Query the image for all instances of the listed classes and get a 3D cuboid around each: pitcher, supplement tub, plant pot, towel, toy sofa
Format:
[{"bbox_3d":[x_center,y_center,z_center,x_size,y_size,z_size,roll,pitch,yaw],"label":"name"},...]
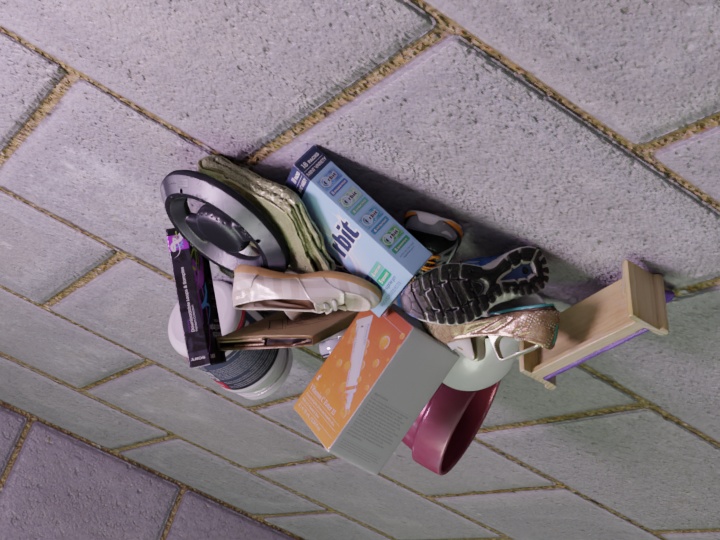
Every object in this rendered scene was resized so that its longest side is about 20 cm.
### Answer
[{"bbox_3d":[0.197,0.097,1.668,0.171,0.122,0.200,17,146,-16],"label":"pitcher"},{"bbox_3d":[-0.215,0.120,1.993,0.140,0.141,0.200,3,151,34],"label":"supplement tub"},{"bbox_3d":[0.101,0.193,1.870,0.178,0.200,0.200,29,160,19],"label":"plant pot"},{"bbox_3d":[-0.123,-0.071,1.543,0.199,0.036,0.149,25,150,38],"label":"towel"},{"bbox_3d":[0.300,0.077,1.501,0.097,0.083,0.200,27,139,-29],"label":"toy sofa"}]

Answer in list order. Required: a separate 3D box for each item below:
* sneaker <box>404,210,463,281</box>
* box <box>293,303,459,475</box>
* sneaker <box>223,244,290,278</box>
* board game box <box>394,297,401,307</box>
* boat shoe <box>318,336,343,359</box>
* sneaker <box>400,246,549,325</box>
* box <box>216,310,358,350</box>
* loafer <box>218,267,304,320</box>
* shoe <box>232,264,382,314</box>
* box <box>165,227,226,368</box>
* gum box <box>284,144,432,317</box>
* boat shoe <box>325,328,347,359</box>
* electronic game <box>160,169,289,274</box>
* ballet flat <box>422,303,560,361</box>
[{"bbox_3d":[0.086,-0.012,1.553,0.078,0.078,0.200,17,155,10],"label":"sneaker"},{"bbox_3d":[0.020,0.152,1.612,0.097,0.201,0.124,32,-176,-34],"label":"box"},{"bbox_3d":[-0.139,-0.024,1.697,0.199,0.071,0.080,5,135,44],"label":"sneaker"},{"bbox_3d":[0.000,0.000,1.698,0.134,0.034,0.200,15,156,10],"label":"board game box"},{"bbox_3d":[0.025,0.132,1.718,0.199,0.071,0.072,7,165,-41],"label":"boat shoe"},{"bbox_3d":[0.138,0.024,1.502,0.199,0.079,0.089,-13,177,-23],"label":"sneaker"},{"bbox_3d":[-0.094,0.083,1.767,0.163,0.021,0.200,-5,-172,27],"label":"box"},{"bbox_3d":[-0.149,0.020,1.781,0.199,0.069,0.076,19,160,39],"label":"loafer"},{"bbox_3d":[-0.071,0.034,1.525,0.199,0.054,0.070,7,154,13],"label":"shoe"},{"bbox_3d":[-0.237,0.041,1.728,0.036,0.201,0.143,-9,178,3],"label":"box"},{"bbox_3d":[-0.016,-0.046,1.512,0.200,0.045,0.170,42,157,4],"label":"gum box"},{"bbox_3d":[-0.020,0.105,1.851,0.074,0.069,0.200,-5,167,0],"label":"boat shoe"},{"bbox_3d":[-0.179,-0.058,1.558,0.199,0.042,0.200,27,154,15],"label":"electronic game"},{"bbox_3d":[0.163,0.083,1.515,0.199,0.066,0.070,-9,172,40],"label":"ballet flat"}]
